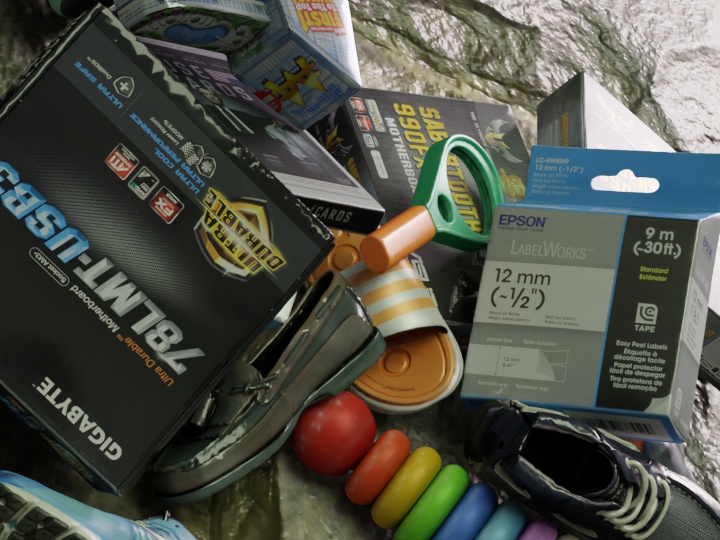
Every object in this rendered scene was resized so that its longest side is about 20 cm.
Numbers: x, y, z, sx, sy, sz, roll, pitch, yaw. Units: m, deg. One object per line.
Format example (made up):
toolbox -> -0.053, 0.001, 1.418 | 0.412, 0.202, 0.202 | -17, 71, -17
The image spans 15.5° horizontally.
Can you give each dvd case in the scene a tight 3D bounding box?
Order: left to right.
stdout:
dvd case -> -0.092, -0.094, 1.725 | 0.150, 0.025, 0.200 | 9, 29, -45

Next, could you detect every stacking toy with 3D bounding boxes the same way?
stacking toy -> 0.040, 0.148, 1.664 | 0.200, 0.085, 0.085 | 37, 40, 4

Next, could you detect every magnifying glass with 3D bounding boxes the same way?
magnifying glass -> 0.049, -0.037, 1.747 | 0.200, 0.022, 0.080 | -34, 102, -59

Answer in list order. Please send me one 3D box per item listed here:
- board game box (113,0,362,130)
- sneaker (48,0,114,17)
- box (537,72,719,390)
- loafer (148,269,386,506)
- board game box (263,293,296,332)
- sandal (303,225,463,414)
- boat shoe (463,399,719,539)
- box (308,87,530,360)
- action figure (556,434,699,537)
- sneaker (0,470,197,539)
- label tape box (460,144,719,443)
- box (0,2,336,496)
board game box -> -0.081, -0.198, 1.742 | 0.199, 0.062, 0.201 | 6, 57, -49
sneaker -> -0.161, -0.245, 1.792 | 0.200, 0.078, 0.140 | -4, 68, -62
box -> 0.211, -0.027, 1.906 | 0.200, 0.048, 0.159 | 39, 33, -25
loafer -> -0.065, 0.070, 1.620 | 0.200, 0.072, 0.063 | -38, 113, -40
board game box -> -0.151, -0.011, 1.594 | 0.199, 0.134, 0.034 | 26, 70, -20
sandal -> -0.007, 0.004, 1.733 | 0.207, 0.079, 0.059 | 60, 0, 28
boat shoe -> 0.163, 0.146, 1.661 | 0.199, 0.093, 0.075 | 25, 85, -13
box -> 0.063, -0.031, 1.846 | 0.158, 0.048, 0.201 | 5, 54, -35
action figure -> 0.217, 0.146, 1.780 | 0.194, 0.104, 0.200 | 46, 43, -12
sneaker -> -0.139, 0.173, 1.509 | 0.200, 0.078, 0.090 | 35, 27, -20
label tape box -> 0.155, 0.004, 1.735 | 0.066, 0.143, 0.201 | 43, 54, -63
box -> -0.147, -0.012, 1.497 | 0.200, 0.050, 0.199 | 46, 72, -15
